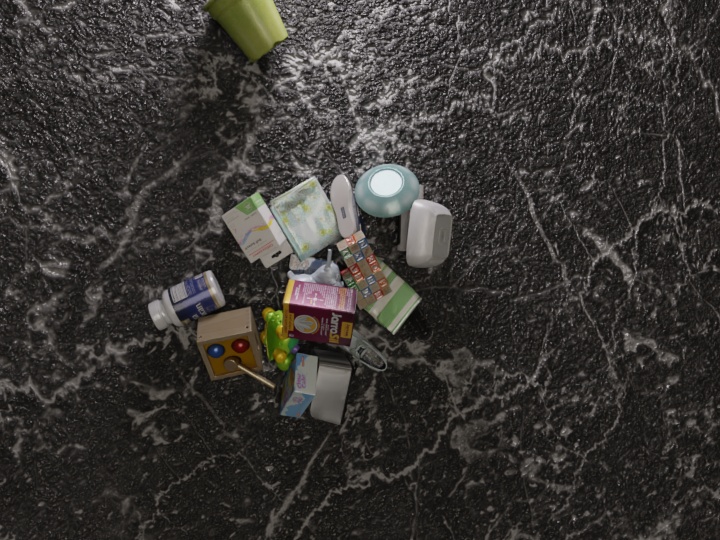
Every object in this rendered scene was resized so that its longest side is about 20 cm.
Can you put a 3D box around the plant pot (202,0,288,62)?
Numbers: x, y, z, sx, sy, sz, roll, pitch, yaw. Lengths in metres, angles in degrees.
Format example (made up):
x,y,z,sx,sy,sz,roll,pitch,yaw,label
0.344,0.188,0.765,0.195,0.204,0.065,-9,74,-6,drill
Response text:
x,y,z,sx,sy,sz,roll,pitch,yaw,label
-0.300,-0.691,1.560,0.199,0.200,0.186,-37,112,-6,plant pot

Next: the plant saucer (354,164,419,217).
x,y,z,sx,sy,sz,roll,pitch,yaw,label
0.078,-0.250,1.679,0.195,0.039,0.205,-3,59,6,plant saucer

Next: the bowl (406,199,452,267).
x,y,z,sx,sy,sz,roll,pitch,yaw,label
0.215,-0.105,1.703,0.073,0.198,0.206,10,96,31,bowl

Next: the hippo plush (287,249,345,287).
x,y,z,sx,sy,sz,roll,pitch,yaw,label
-0.125,0.061,1.644,0.157,0.200,0.163,-19,78,-1,hippo plush

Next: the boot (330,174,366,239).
x,y,z,sx,sy,sz,roll,pitch,yaw,label
-0.035,-0.183,1.717,0.071,0.090,0.205,-15,74,26,boot

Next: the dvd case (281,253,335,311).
x,y,z,sx,sy,sz,roll,pitch,yaw,label
-0.161,0.058,1.732,0.139,0.018,0.206,8,94,-12,dvd case

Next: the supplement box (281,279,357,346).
x,y,z,sx,sy,sz,roll,pitch,yaw,label
-0.113,0.118,1.557,0.194,0.104,0.133,7,128,0,supplement box

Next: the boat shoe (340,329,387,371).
x,y,z,sx,sy,sz,roll,pitch,yaw,label
0.005,0.244,1.756,0.199,0.071,0.071,36,88,-12,boat shoe

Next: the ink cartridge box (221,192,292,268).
x,y,z,sx,sy,sz,roll,pitch,yaw,label
-0.297,-0.106,1.645,0.116,0.067,0.203,-28,101,18,ink cartridge box

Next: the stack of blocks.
x,y,z,sx,sy,sz,roll,pitch,yaw,label
0.000,0.000,1.668,0.113,0.059,0.203,-28,118,-1,stack of blocks

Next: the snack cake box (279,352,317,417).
x,y,z,sx,sy,sz,roll,pitch,yaw,label
-0.181,0.337,1.647,0.066,0.201,0.117,12,55,-14,snack cake box

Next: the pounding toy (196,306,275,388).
x,y,z,sx,sy,sz,roll,pitch,yaw,label
-0.352,0.237,1.621,0.179,0.144,0.204,-11,128,-4,pounding toy

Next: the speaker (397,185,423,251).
x,y,z,sx,sy,sz,roll,pitch,yaw,label
0.154,-0.162,1.744,0.079,0.081,0.206,0,96,-11,speaker

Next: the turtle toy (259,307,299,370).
x,y,z,sx,sy,sz,roll,pitch,yaw,label
-0.229,0.207,1.680,0.099,0.145,0.205,-5,117,-32,turtle toy

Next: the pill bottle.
x,y,z,sx,sy,sz,roll,pitch,yaw,label
-0.497,0.091,1.619,0.196,0.111,0.113,-25,100,-8,pill bottle

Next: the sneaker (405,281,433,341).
x,y,z,sx,sy,sz,roll,pitch,yaw,label
0.164,0.134,1.785,0.074,0.088,0.204,-25,75,4,sneaker

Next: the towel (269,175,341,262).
x,y,z,sx,sy,sz,roll,pitch,yaw,label
-0.159,-0.155,1.691,0.169,0.048,0.203,-32,101,-12,towel

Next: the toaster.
x,y,z,sx,sy,sz,roll,pitch,yaw,label
-0.095,0.333,1.686,0.116,0.181,0.205,12,94,-16,toaster

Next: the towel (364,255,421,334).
x,y,z,sx,sy,sz,roll,pitch,yaw,label
0.073,0.078,1.747,0.199,0.023,0.153,40,87,11,towel
